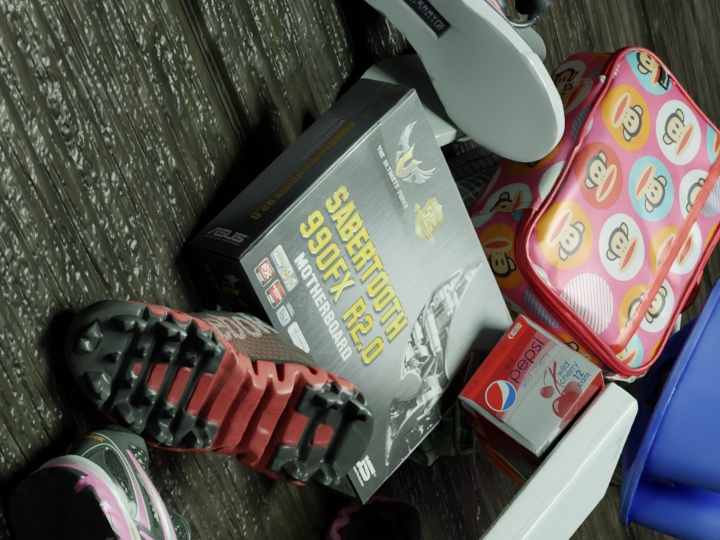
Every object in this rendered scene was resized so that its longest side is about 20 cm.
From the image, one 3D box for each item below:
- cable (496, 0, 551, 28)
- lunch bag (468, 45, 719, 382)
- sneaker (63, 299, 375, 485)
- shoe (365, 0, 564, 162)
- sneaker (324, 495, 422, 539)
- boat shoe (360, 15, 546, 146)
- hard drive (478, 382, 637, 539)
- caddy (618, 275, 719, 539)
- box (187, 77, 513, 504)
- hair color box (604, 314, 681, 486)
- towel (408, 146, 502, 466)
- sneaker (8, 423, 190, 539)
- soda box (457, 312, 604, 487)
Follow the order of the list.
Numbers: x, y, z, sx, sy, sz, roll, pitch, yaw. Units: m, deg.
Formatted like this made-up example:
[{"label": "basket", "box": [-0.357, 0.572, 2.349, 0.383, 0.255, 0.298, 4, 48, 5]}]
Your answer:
[{"label": "cable", "box": [0.081, -0.268, 1.599, 0.163, 0.051, 0.200, 52, 27, -33]}, {"label": "lunch bag", "box": [0.169, -0.030, 1.540, 0.176, 0.082, 0.200, 45, 62, -29]}, {"label": "sneaker", "box": [-0.087, 0.056, 1.233, 0.200, 0.098, 0.071, 22, 99, -41]}, {"label": "shoe", "box": [0.067, -0.166, 1.482, 0.200, 0.071, 0.091, 48, 34, -9]}, {"label": "sneaker", "box": [0.011, 0.206, 1.447, 0.200, 0.095, 0.079, -47, 132, -58]}, {"label": "boat shoe", "box": [0.054, -0.109, 1.539, 0.200, 0.071, 0.064, -29, 157, -47]}, {"label": "hard drive", "box": [0.095, 0.172, 1.413, 0.200, 0.027, 0.132, -47, 163, -29]}, {"label": "caddy", "box": [0.234, 0.094, 1.573, 0.142, 0.105, 0.200, 98, 19, -48]}, {"label": "box", "box": [0.001, 0.013, 1.364, 0.158, 0.048, 0.200, -44, 130, -26]}, {"label": "hair color box", "box": [0.181, 0.047, 1.646, 0.111, 0.064, 0.201, 32, 61, -59]}, {"label": "towel", "box": [0.085, 0.022, 1.609, 0.166, 0.085, 0.201, -30, 120, -62]}, {"label": "sneaker", "box": [-0.110, 0.167, 1.182, 0.086, 0.080, 0.200, -54, 141, -54]}, {"label": "soda box", "box": [0.115, 0.093, 1.478, 0.070, 0.063, 0.200, -52, 164, -8]}]
